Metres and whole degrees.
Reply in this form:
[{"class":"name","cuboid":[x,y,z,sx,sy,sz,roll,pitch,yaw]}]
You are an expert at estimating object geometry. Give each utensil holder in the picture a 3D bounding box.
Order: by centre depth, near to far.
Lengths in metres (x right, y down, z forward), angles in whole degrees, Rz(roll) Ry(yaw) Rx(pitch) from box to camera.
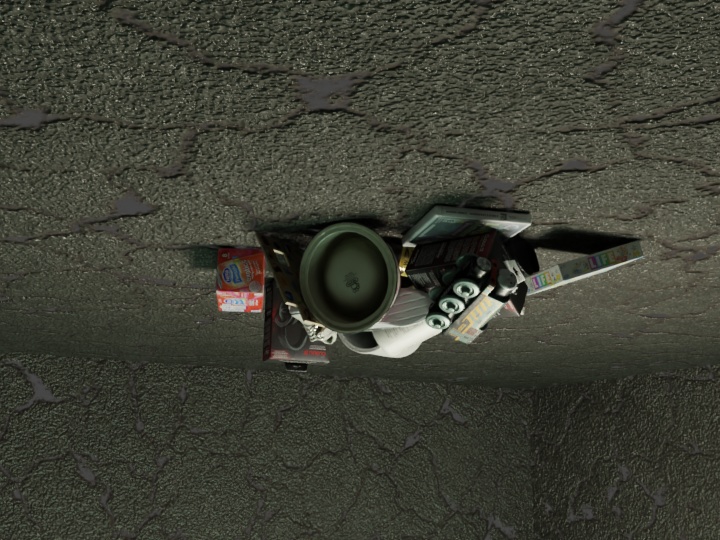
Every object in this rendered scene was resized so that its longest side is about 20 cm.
[{"class":"utensil holder","cuboid":[0.056,0.126,1.959,0.167,0.173,0.199,-6,166,25]}]

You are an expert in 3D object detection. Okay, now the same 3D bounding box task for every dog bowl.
[{"class":"dog bowl","cuboid":[-0.012,0.012,1.482,0.197,0.204,0.074,-5,179,23]}]

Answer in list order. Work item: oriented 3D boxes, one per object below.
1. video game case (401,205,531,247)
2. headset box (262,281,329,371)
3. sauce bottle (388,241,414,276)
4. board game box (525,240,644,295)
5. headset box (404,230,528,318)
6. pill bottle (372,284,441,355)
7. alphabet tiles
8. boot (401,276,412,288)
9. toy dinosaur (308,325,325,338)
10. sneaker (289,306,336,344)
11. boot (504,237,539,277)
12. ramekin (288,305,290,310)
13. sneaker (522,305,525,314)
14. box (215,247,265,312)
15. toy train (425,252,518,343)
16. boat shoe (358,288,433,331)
[{"class":"video game case","cuboid":[0.189,-0.072,1.469,0.179,0.024,0.200,4,165,-14]},{"class":"headset box","cuboid":[-0.152,0.138,1.912,0.146,0.204,0.077,6,165,-20]},{"class":"sauce bottle","cuboid":[0.080,-0.021,1.586,0.197,0.067,0.066,7,165,-30]},{"class":"board game box","cuboid":[0.435,-0.004,1.577,0.197,0.035,0.134,-15,172,-22]},{"class":"headset box","cuboid":[0.204,0.016,1.482,0.198,0.078,0.149,-11,128,37]},{"class":"pill bottle","cuboid":[0.125,0.087,1.684,0.198,0.116,0.114,-29,156,19]},{"class":"alphabet tiles","cuboid":[-0.113,0.024,1.541,0.008,0.202,0.166,-38,149,21]},{"class":"boot","cuboid":[0.138,0.039,1.827,0.172,0.067,0.200,0,167,5]},{"class":"toy dinosaur","cuboid":[-0.016,0.064,1.646,0.198,0.078,0.102,-24,178,-19]},{"class":"sneaker","cuboid":[-0.092,0.116,1.732,0.072,0.072,0.200,-5,165,23]},{"class":"boot","cuboid":[0.257,-0.002,1.582,0.160,0.075,0.198,-18,170,22]},{"class":"ramekin","cuboid":[-0.060,0.042,1.783,0.199,0.096,0.203,0,166,0]},{"class":"sneaker","cuboid":[0.338,0.067,1.911,0.098,0.079,0.200,0,165,17]},{"class":"box","cuboid":[-0.254,0.023,1.708,0.098,0.097,0.200,2,166,-7]},{"class":"toy train","cuboid":[0.191,0.050,1.405,0.112,0.086,0.201,22,139,-12]},{"class":"boat shoe","cuboid":[0.051,0.075,1.536,0.197,0.073,0.071,-10,177,22]}]
